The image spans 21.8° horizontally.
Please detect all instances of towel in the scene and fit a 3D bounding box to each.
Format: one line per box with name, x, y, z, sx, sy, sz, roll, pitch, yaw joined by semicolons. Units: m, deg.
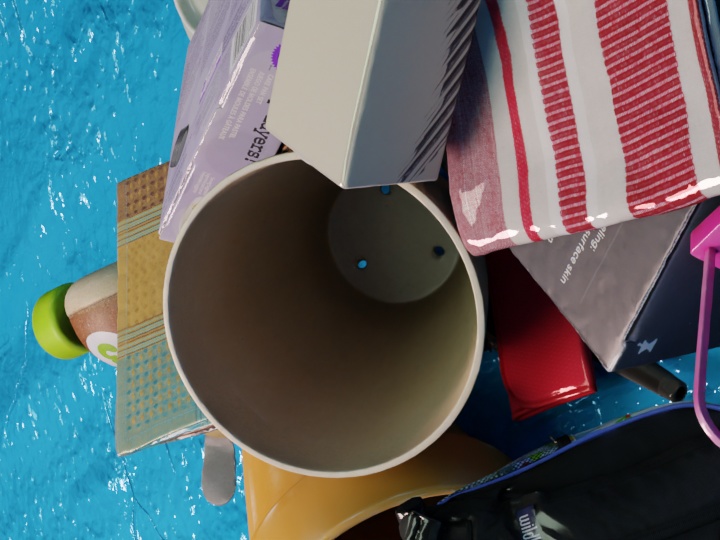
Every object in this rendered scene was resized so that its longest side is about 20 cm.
towel;-0.106;0.013;1.240;0.146;0.022;0.202;-19;63;32
towel;0.103;-0.092;0.929;0.199;0.023;0.146;-13;88;55

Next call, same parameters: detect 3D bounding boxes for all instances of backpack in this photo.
backpack;0.150;0.170;0.992;0.184;0.199;0.147;65;-174;18

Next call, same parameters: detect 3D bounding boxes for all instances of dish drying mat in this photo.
dish drying mat;0.098;-0.016;1.126;0.077;0.018;0.202;-27;65;51

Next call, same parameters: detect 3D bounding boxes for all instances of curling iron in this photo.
curling iron;0.127;0.044;1.122;0.199;0.025;0.050;21;108;52

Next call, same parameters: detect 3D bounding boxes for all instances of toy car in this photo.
toy car;-0.121;0.075;1.390;0.164;0.157;0.202;-23;90;44

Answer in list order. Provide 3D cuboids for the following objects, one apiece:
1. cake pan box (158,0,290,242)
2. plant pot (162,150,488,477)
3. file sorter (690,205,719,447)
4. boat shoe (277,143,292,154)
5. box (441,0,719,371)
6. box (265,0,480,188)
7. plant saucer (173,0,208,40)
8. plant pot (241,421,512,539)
cake pan box;-0.066;-0.142;1.156;0.185;0.052;0.201;-90;22;-44
plant pot;0.000;0.000;1.130;0.185;0.200;0.189;4;106;13
file sorter;0.252;0.004;0.801;0.200;0.138;0.126;-50;21;47
boat shoe;-0.025;-0.089;1.241;0.071;0.070;0.200;58;150;9
box;0.151;-0.092;0.978;0.200;0.117;0.198;54;137;34
box;0.015;-0.150;0.958;0.082;0.068;0.202;40;126;43
plant saucer;-0.092;-0.220;1.349;0.199;0.050;0.202;18;112;51
plant pot;0.005;0.153;1.197;0.184;0.198;0.202;-118;37;-49
